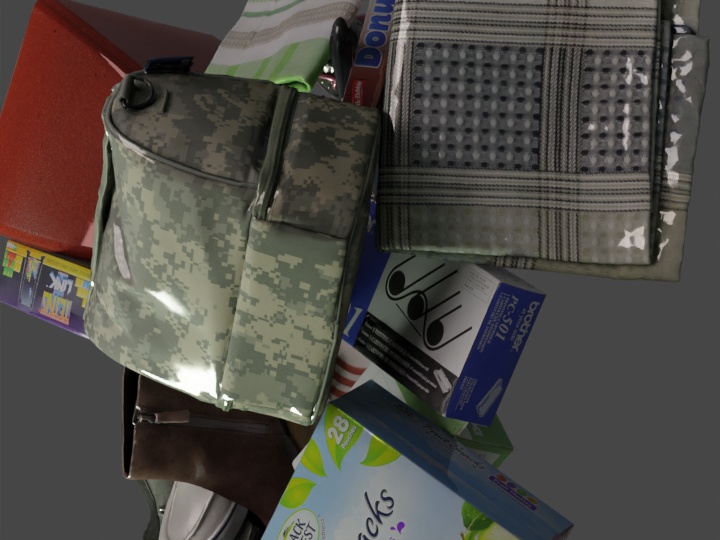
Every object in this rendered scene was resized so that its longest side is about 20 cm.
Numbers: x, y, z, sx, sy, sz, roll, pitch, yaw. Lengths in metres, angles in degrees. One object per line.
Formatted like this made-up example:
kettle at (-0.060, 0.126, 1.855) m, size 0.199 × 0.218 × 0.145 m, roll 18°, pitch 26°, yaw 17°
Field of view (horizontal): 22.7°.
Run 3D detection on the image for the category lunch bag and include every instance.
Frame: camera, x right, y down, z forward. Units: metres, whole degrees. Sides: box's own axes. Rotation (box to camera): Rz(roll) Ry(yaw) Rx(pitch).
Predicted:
lunch bag at (-0.085, -0.022, 1.114) m, size 0.140 × 0.166 × 0.201 m, roll -84°, pitch 6°, yaw -50°

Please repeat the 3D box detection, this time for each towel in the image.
towel at (0.112, -0.096, 1.104) m, size 0.035 × 0.198 × 0.194 m, roll 65°, pitch -150°, yaw -81°
towel at (-0.045, -0.203, 1.326) m, size 0.149 × 0.031 × 0.201 m, roll -11°, pitch 45°, yaw 50°

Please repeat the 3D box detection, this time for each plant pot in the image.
plant pot at (-0.170, -0.090, 1.478) m, size 0.176 × 0.199 × 0.201 m, roll 30°, pitch 106°, yaw 43°

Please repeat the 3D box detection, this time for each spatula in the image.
spatula at (-0.018, -0.120, 1.246) m, size 0.200 × 0.020 × 0.057 m, roll 103°, pitch 172°, yaw -66°

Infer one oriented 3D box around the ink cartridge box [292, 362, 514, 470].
ink cartridge box at (0.041, 0.110, 1.233) m, size 0.200 × 0.059 × 0.104 m, roll -53°, pitch 43°, yaw 28°

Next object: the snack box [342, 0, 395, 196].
snack box at (0.017, -0.149, 1.238) m, size 0.072 × 0.024 × 0.201 m, roll 83°, pitch -163°, yaw -51°

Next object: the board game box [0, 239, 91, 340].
board game box at (-0.183, 0.028, 1.475) m, size 0.200 × 0.164 × 0.057 m, roll 16°, pitch 95°, yaw 55°

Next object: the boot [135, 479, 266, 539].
boot at (-0.119, 0.167, 1.455) m, size 0.130 × 0.068 × 0.201 m, roll -28°, pitch 58°, yaw 33°

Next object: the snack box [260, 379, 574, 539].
snack box at (0.018, 0.202, 1.169) m, size 0.168 × 0.068 × 0.201 m, roll 35°, pitch 114°, yaw 18°

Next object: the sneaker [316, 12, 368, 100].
sneaker at (0.006, -0.138, 1.319) m, size 0.200 × 0.095 × 0.079 m, roll 45°, pitch 114°, yaw 48°

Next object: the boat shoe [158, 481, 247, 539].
boat shoe at (-0.113, 0.134, 1.381) m, size 0.071 × 0.070 × 0.201 m, roll 22°, pitch 84°, yaw 41°

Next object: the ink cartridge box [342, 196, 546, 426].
ink cartridge box at (0.033, 0.018, 1.185) m, size 0.200 × 0.044 × 0.095 m, roll 35°, pitch 106°, yaw 52°

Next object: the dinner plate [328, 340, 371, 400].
dinner plate at (0.000, 0.000, 1.335) m, size 0.200 × 0.024 × 0.202 m, roll 0°, pitch 90°, yaw 57°

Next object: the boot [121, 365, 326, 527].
boot at (-0.101, 0.146, 1.316) m, size 0.072 × 0.165 × 0.202 m, roll 5°, pitch 95°, yaw 57°
